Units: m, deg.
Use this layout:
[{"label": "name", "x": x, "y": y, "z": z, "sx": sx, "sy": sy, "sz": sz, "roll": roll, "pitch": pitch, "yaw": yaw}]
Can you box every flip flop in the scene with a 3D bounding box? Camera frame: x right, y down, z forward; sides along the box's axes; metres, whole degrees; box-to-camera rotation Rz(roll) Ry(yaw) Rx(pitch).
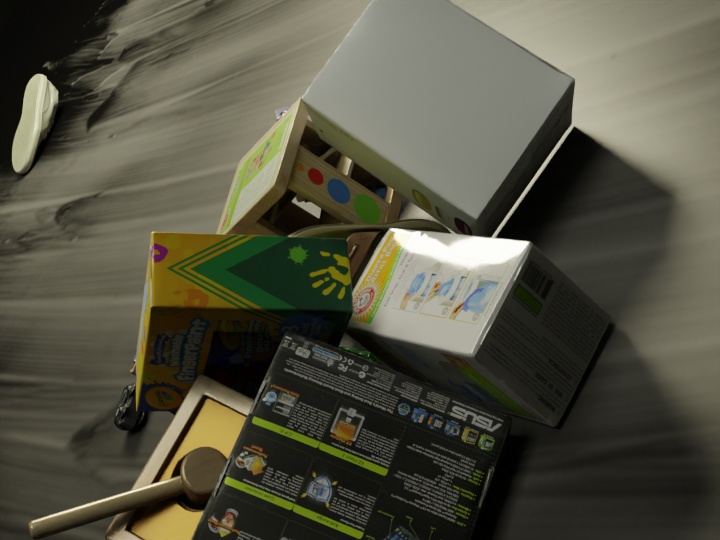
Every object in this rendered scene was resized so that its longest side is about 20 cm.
[{"label": "flip flop", "x": 0.000, "y": 0.000, "z": 1.169, "sx": 0.197, "sy": 0.082, "sz": 0.058, "roll": -9, "pitch": 23, "yaw": -15}]

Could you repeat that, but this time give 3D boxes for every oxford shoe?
[{"label": "oxford shoe", "x": -0.607, "y": -0.271, "z": 2.385, "sx": 0.074, "sy": 0.057, "sz": 0.203, "roll": -12, "pitch": 61, "yaw": 38}]

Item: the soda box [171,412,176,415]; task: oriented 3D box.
[{"label": "soda box", "x": -0.169, "y": 0.114, "z": 1.286, "sx": 0.064, "sy": 0.070, "sz": 0.200, "roll": -58, "pitch": 8, "yaw": -14}]

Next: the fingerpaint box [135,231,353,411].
[{"label": "fingerpaint box", "x": -0.106, "y": 0.052, "z": 1.092, "sx": 0.201, "sy": 0.164, "sz": 0.074, "roll": 114, "pitch": 155, "yaw": -57}]

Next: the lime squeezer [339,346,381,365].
[{"label": "lime squeezer", "x": -0.008, "y": 0.104, "z": 1.177, "sx": 0.071, "sy": 0.037, "sz": 0.200, "roll": -56, "pitch": 41, "yaw": 15}]

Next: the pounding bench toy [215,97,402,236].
[{"label": "pounding bench toy", "x": -0.049, "y": -0.030, "z": 1.257, "sx": 0.124, "sy": 0.155, "sz": 0.202, "roll": -39, "pitch": 28, "yaw": 43}]

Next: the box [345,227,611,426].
[{"label": "box", "x": 0.088, "y": 0.041, "z": 1.047, "sx": 0.199, "sy": 0.112, "sz": 0.102, "roll": 9, "pitch": 65, "yaw": 56}]

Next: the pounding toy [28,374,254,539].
[{"label": "pounding toy", "x": -0.126, "y": 0.196, "z": 1.049, "sx": 0.198, "sy": 0.143, "sz": 0.186, "roll": 23, "pitch": 71, "yaw": 22}]

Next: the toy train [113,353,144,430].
[{"label": "toy train", "x": -0.250, "y": 0.102, "z": 1.515, "sx": 0.046, "sy": 0.034, "sz": 0.202, "roll": -33, "pitch": 33, "yaw": 49}]

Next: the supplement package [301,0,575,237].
[{"label": "supplement package", "x": 0.073, "y": -0.147, "z": 1.172, "sx": 0.157, "sy": 0.199, "sz": 0.111, "roll": -53, "pitch": -14, "yaw": -7}]

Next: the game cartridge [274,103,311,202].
[{"label": "game cartridge", "x": -0.027, "y": -0.154, "z": 1.442, "sx": 0.128, "sy": 0.039, "sz": 0.201, "roll": -22, "pitch": 32, "yaw": 3}]

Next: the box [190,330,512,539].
[{"label": "box", "x": -0.004, "y": 0.168, "z": 0.976, "sx": 0.048, "sy": 0.197, "sz": 0.195, "roll": 91, "pitch": -160, "yaw": -65}]
